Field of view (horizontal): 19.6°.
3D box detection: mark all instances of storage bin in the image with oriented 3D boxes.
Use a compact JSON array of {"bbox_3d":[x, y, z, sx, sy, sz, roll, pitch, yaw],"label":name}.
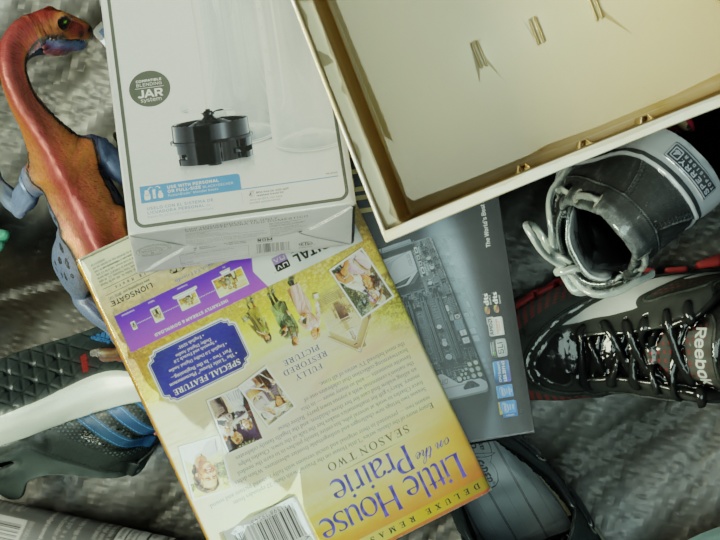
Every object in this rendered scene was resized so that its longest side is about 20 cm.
[{"bbox_3d":[0.070,-0.144,0.963,0.199,0.094,0.200,-22,91,6],"label":"storage bin"}]

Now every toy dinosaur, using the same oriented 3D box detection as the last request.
[{"bbox_3d":[-0.135,-0.044,1.112,0.105,0.200,0.182,-32,128,-11],"label":"toy dinosaur"}]

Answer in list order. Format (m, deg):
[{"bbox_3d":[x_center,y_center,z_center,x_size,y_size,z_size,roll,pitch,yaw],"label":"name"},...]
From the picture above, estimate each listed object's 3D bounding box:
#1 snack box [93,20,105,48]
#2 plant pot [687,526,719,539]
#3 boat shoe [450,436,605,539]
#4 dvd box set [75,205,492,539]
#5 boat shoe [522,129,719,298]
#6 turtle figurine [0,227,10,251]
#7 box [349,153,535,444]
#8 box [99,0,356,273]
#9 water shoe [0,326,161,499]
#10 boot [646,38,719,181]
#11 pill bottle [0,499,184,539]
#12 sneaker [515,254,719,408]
[{"bbox_3d":[-0.056,-0.082,1.160,0.072,0.024,0.200,-40,98,9],"label":"snack box"},{"bbox_3d":[0.239,0.257,1.154,0.198,0.134,0.202,-3,106,-9],"label":"plant pot"},{"bbox_3d":[0.095,0.149,1.186,0.074,0.066,0.201,-24,101,7],"label":"boat shoe"},{"bbox_3d":[-0.039,0.055,1.071,0.145,0.029,0.201,-26,90,-9],"label":"dvd box set"},{"bbox_3d":[0.126,-0.021,1.076,0.068,0.199,0.074,-44,96,-10],"label":"boat shoe"},{"bbox_3d":[-0.299,-0.043,1.140,0.199,0.101,0.150,37,117,-14],"label":"turtle figurine"},{"bbox_3d":[0.000,0.000,1.121,0.156,0.050,0.202,-8,89,-5],"label":"box"},{"bbox_3d":[-0.072,-0.109,1.050,0.116,0.060,0.202,-7,72,-3],"label":"box"},{"bbox_3d":[-0.129,0.072,1.188,0.198,0.072,0.079,-13,129,4],"label":"water shoe"},{"bbox_3d":[0.160,-0.116,1.080,0.073,0.151,0.201,-34,99,9],"label":"boot"},{"bbox_3d":[-0.144,0.202,1.175,0.198,0.116,0.117,12,103,4],"label":"pill bottle"},{"bbox_3d":[0.161,0.037,1.143,0.199,0.098,0.071,-10,104,6],"label":"sneaker"}]
